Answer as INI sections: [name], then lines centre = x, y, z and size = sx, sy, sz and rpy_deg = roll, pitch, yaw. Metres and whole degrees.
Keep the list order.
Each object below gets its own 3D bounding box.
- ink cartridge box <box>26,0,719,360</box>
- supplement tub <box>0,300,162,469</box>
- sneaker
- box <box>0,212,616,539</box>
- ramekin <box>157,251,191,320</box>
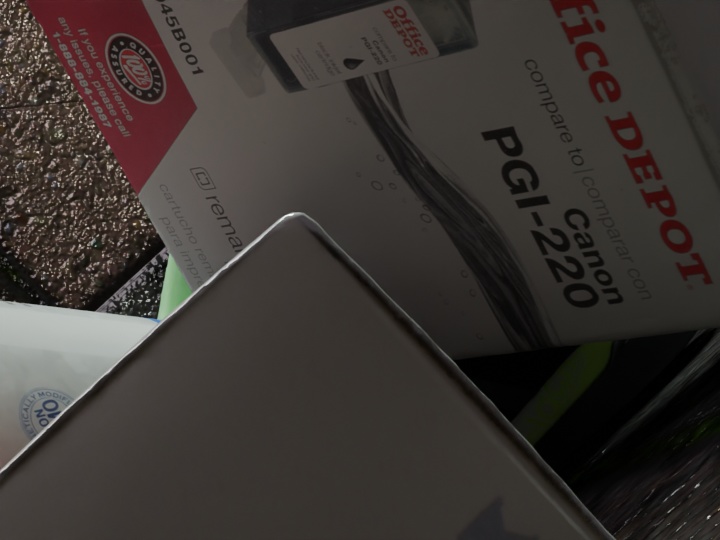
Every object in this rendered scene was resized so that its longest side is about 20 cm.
[ink cartridge box]
centre = 0.028, -0.055, 0.776
size = 0.199, 0.146, 0.085
rpy_deg = -10, 29, 38
[supplement tub]
centre = -0.132, 0.071, 0.840
size = 0.199, 0.133, 0.132
rpy_deg = 8, -31, -29
[sneaker]
centre = 0.019, 0.045, 0.889
size = 0.200, 0.083, 0.072
rpy_deg = -44, -1, 2
[box]
centre = -0.033, 0.076, 0.688
size = 0.128, 0.109, 0.200
rpy_deg = -43, -1, -9
[ramekin]
centre = 0.000, 0.000, 0.994
size = 0.200, 0.097, 0.201
rpy_deg = -166, 90, -74
